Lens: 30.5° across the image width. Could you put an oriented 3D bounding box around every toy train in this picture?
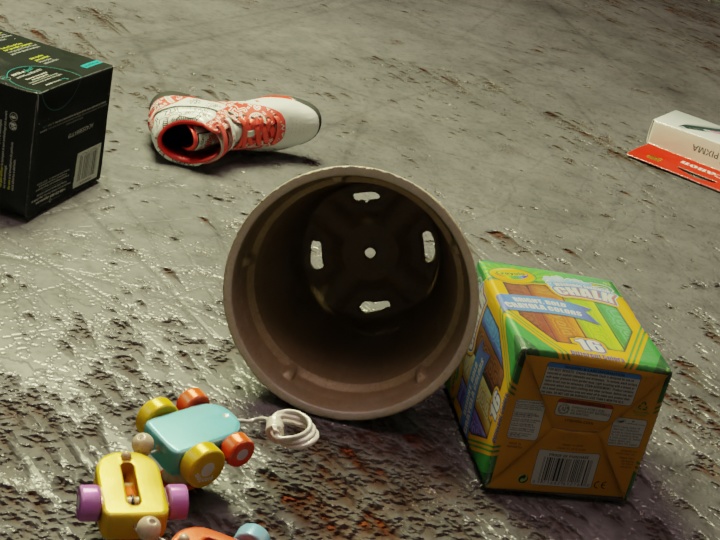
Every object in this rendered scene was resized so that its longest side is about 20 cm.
[{"bbox_3d":[-0.101,0.155,0.859,0.149,0.056,0.200,16,28,3],"label":"toy train"}]

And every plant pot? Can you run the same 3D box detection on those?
[{"bbox_3d":[0.000,0.000,1.102,0.199,0.202,0.184,14,14,2],"label":"plant pot"}]

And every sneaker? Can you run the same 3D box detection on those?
[{"bbox_3d":[-0.139,-0.154,1.486,0.200,0.068,0.108,4,27,-11],"label":"sneaker"}]

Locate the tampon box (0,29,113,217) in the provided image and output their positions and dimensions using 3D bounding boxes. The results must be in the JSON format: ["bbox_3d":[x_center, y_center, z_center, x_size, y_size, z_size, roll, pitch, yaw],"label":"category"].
[{"bbox_3d":[-0.370,-0.157,1.299,0.199,0.127,0.150,18,24,14],"label":"tampon box"}]

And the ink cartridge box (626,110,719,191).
[{"bbox_3d":[0.496,-0.162,1.852,0.199,0.044,0.173,25,26,25],"label":"ink cartridge box"}]

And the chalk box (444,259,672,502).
[{"bbox_3d":[0.147,0.075,1.066,0.124,0.125,0.200,7,25,-13],"label":"chalk box"}]
